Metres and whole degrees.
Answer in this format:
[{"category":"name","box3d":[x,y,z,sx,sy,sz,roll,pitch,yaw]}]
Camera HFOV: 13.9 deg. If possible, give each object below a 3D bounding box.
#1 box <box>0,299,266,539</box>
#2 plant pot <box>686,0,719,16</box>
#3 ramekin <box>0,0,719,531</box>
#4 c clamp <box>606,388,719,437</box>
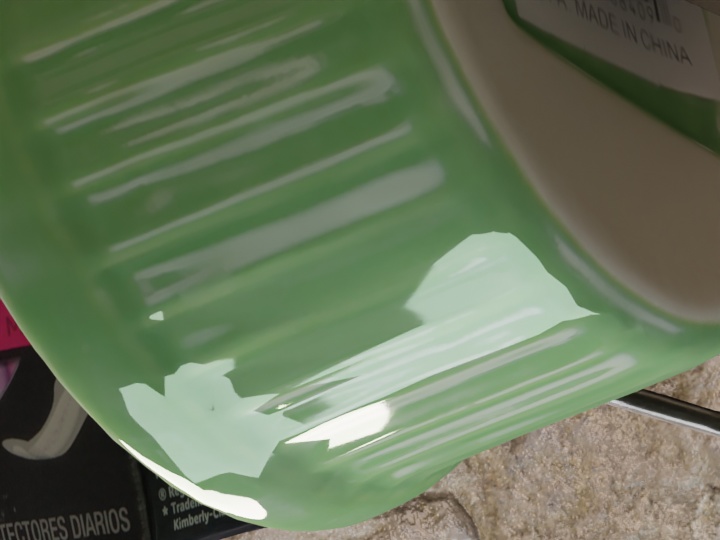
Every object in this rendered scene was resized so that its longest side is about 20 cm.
[{"category":"box","box3d":[-0.080,-0.034,0.679,0.122,0.201,0.106,-11,180,34]},{"category":"plant pot","box3d":[0.133,-0.099,0.506,0.174,0.201,0.200,12,-168,32]},{"category":"ramekin","box3d":[0.007,-0.058,0.577,0.097,0.201,0.200,-18,176,30]},{"category":"c clamp","box3d":[0.000,0.000,0.822,0.170,0.027,0.200,21,-173,-29]}]
